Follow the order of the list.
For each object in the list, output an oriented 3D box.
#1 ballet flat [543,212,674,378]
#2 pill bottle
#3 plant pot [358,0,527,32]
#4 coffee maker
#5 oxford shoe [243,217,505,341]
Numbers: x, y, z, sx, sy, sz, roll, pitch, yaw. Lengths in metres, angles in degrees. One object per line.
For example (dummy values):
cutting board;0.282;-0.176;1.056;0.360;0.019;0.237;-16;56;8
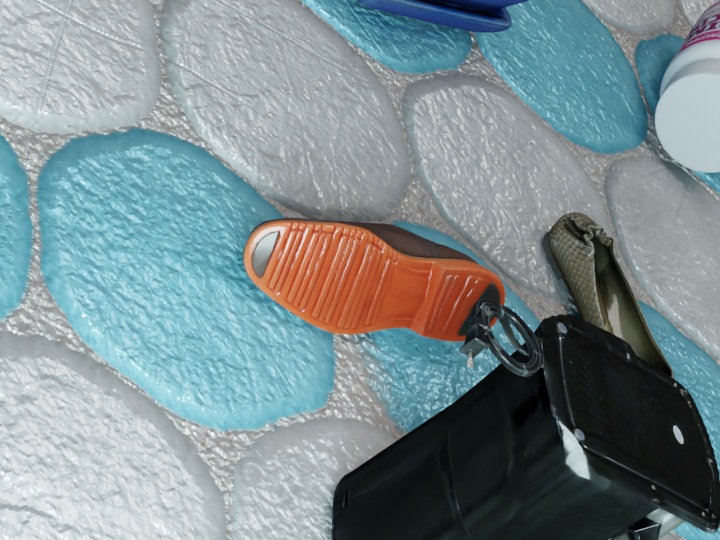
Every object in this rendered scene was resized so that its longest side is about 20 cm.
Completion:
ballet flat;0.200;0.040;1.438;0.067;0.046;0.201;5;53;-45
pill bottle;0.341;-0.173;1.741;0.113;0.113;0.200;46;34;-4
plant pot;0.076;-0.310;1.520;0.199;0.180;0.201;4;54;-46
coffee maker;0.074;0.120;1.085;0.192;0.200;0.135;43;32;-12
oxford shoe;0.000;0.000;1.256;0.199;0.072;0.073;16;17;-34
